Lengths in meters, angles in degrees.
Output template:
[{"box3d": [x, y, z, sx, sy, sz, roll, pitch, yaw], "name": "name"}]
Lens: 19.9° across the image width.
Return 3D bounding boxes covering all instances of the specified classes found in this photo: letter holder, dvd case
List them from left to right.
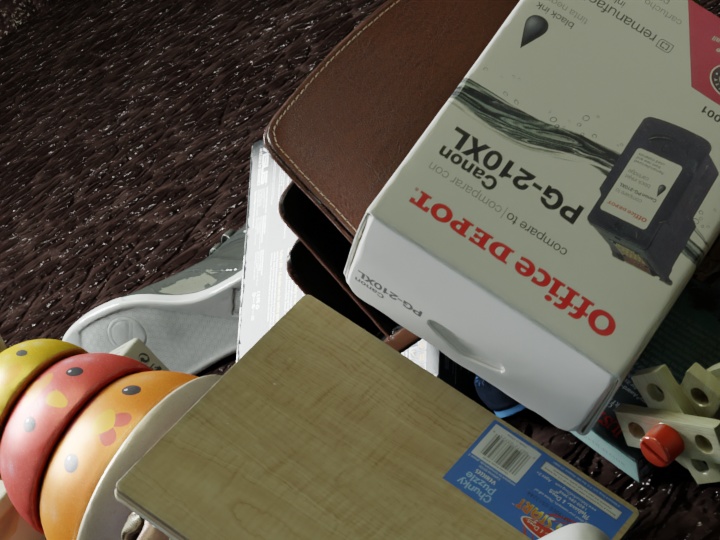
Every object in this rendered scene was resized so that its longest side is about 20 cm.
[{"box3d": [0.042, -0.071, 1.108, 0.200, 0.142, 0.101, -43, 1, -24], "name": "letter holder"}, {"box3d": [0.162, 0.006, 1.064, 0.200, 0.022, 0.146, -39, 49, -19], "name": "dvd case"}]

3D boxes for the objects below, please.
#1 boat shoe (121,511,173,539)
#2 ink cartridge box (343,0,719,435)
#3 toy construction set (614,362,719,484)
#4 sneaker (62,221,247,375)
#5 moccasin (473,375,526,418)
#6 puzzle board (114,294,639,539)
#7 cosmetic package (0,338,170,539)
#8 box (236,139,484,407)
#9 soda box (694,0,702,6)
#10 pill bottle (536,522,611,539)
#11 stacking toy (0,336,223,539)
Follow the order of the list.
[{"box3d": [-0.080, 0.123, 0.997, 0.072, 0.076, 0.200, 7, 40, 12], "name": "boat shoe"}, {"box3d": [0.106, -0.044, 1.010, 0.200, 0.145, 0.084, -54, -7, -24], "name": "ink cartridge box"}, {"box3d": [0.208, 0.017, 0.961, 0.131, 0.092, 0.200, 25, 64, 38], "name": "toy construction set"}, {"box3d": [-0.113, 0.021, 1.463, 0.200, 0.071, 0.099, -19, 21, 17], "name": "sneaker"}, {"box3d": [0.111, 0.004, 1.161, 0.080, 0.068, 0.200, -23, 20, 42], "name": "moccasin"}, {"box3d": [0.009, 0.111, 0.959, 0.151, 0.200, 0.017, -45, -21, -35], "name": "puzzle board"}, {"box3d": [-0.190, 0.140, 1.258, 0.105, 0.071, 0.200, -32, 14, 42], "name": "cosmetic package"}, {"box3d": [0.000, 0.000, 1.218, 0.160, 0.044, 0.200, -17, 61, 37], "name": "box"}, {"box3d": [0.147, -0.128, 1.430, 0.200, 0.064, 0.068, -21, 23, 28], "name": "soda box"}, {"box3d": [0.028, 0.188, 0.797, 0.200, 0.111, 0.111, -29, 20, 10], "name": "pill bottle"}, {"box3d": [-0.175, 0.089, 1.164, 0.200, 0.146, 0.146, 28, 53, 22], "name": "stacking toy"}]
